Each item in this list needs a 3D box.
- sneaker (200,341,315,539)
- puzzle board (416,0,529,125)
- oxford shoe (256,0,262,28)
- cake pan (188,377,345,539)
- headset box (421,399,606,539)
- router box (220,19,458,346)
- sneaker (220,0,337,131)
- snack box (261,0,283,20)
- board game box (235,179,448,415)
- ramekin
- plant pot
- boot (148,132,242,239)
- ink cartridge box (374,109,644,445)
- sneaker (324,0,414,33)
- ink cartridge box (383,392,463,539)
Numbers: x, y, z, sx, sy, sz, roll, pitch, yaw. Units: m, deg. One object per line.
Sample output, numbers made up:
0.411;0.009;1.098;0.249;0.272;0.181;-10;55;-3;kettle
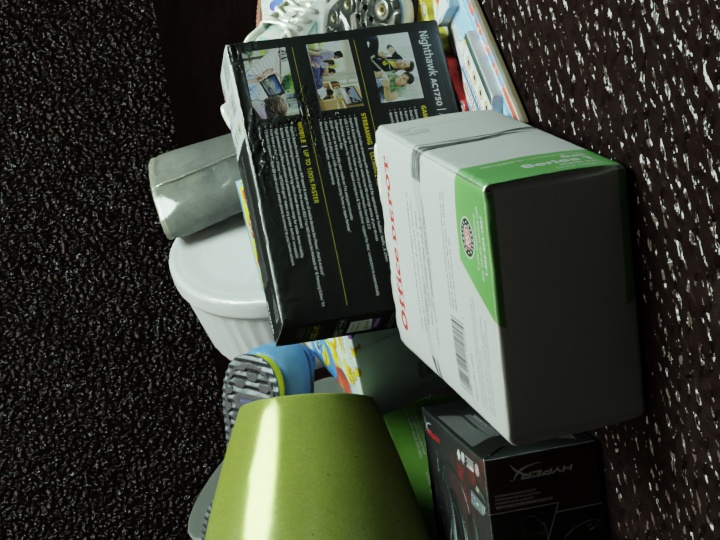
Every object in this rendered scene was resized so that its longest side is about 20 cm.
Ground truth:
-0.065;0.150;1.254;0.066;0.078;0.201;15;103;32;sneaker
0.069;-0.117;1.160;0.151;0.017;0.200;94;163;-51;puzzle board
-0.046;-0.205;1.609;0.074;0.071;0.200;-36;61;50;oxford shoe
-0.064;0.160;1.370;0.037;0.200;0.200;46;177;-14;cake pan
0.102;0.192;1.093;0.149;0.077;0.200;-144;47;-75;headset box
-0.002;-0.060;1.136;0.051;0.149;0.200;115;145;-69;router box
-0.045;-0.186;1.364;0.070;0.080;0.201;27;97;40;sneaker
-0.047;-0.215;1.460;0.024;0.072;0.200;45;-144;-62;snack box
0.000;0.000;1.253;0.200;0.105;0.103;46;154;51;board game box
-0.055;0.004;1.467;0.202;0.202;0.094;-116;8;-57;ramekin
-0.029;0.187;1.137;0.187;0.187;0.200;120;147;-73;plant pot
-0.074;-0.074;1.441;0.182;0.200;0.073;-111;5;-56;boot
0.081;-0.005;0.987;0.200;0.084;0.146;-137;38;-69;ink cartridge box
0.011;-0.157;1.290;0.072;0.072;0.200;66;159;18;sneaker
0.063;0.214;1.315;0.200;0.076;0.148;95;163;-48;ink cartridge box
